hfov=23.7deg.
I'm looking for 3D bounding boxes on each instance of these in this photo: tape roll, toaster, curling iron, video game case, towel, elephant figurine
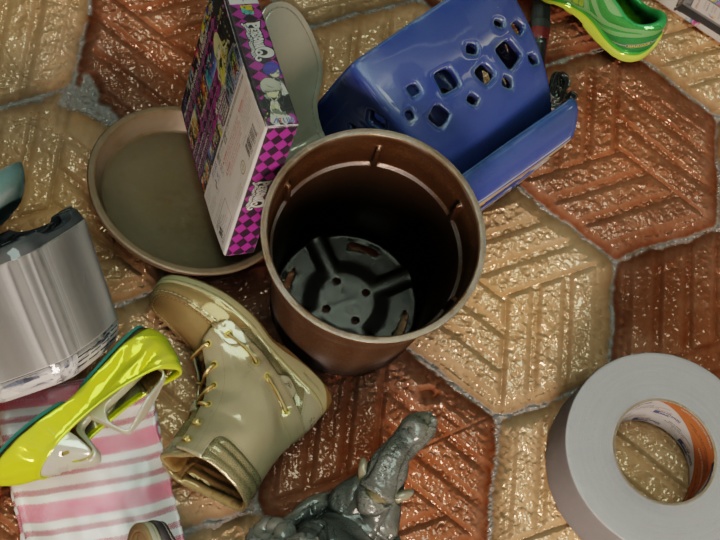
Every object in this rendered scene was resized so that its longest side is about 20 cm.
[{"bbox_3d":[0.282,0.183,1.652,0.199,0.066,0.201,5,67,-12],"label":"tape roll"},{"bbox_3d":[-0.291,0.031,1.510,0.113,0.200,0.130,-20,99,13],"label":"toaster"},{"bbox_3d":[0.200,-0.252,1.841,0.049,0.026,0.201,15,58,-31],"label":"curling iron"},{"bbox_3d":[-0.115,-0.143,1.576,0.036,0.200,0.182,-7,58,-21],"label":"video game case"},{"bbox_3d":[-0.241,0.192,1.544,0.146,0.030,0.201,-10,70,-16],"label":"towel"},{"bbox_3d":[-0.010,0.238,1.532,0.200,0.155,0.142,-49,121,-50],"label":"elephant figurine"}]

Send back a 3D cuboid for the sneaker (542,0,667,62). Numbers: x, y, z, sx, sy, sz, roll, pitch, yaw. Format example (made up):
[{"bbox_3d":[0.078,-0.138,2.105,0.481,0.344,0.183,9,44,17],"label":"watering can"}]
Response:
[{"bbox_3d":[0.245,-0.308,1.827,0.200,0.084,0.074,35,50,-9],"label":"sneaker"}]

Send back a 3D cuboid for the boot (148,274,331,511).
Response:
[{"bbox_3d":[-0.143,0.111,1.569,0.200,0.073,0.156,41,55,-1],"label":"boot"}]

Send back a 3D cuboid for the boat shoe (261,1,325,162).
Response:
[{"bbox_3d":[-0.074,-0.158,1.625,0.072,0.063,0.201,-22,113,-24],"label":"boat shoe"}]

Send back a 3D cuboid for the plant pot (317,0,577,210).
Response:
[{"bbox_3d":[0.083,-0.143,1.676,0.200,0.200,0.180,-35,86,-24],"label":"plant pot"}]

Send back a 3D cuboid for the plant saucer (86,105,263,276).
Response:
[{"bbox_3d":[-0.167,-0.073,1.653,0.199,0.029,0.201,11,52,-15],"label":"plant saucer"}]

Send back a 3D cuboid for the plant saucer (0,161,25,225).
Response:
[{"bbox_3d":[-0.367,-0.021,1.513,0.027,0.200,0.200,48,65,-3],"label":"plant saucer"}]

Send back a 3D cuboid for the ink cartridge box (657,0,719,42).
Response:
[{"bbox_3d":[0.414,-0.319,1.851,0.200,0.148,0.086,33,63,3],"label":"ink cartridge box"}]

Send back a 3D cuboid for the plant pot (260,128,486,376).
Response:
[{"bbox_3d":[0.000,0.000,1.583,0.199,0.198,0.201,2,70,-7],"label":"plant pot"}]

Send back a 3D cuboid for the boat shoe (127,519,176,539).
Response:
[{"bbox_3d":[-0.144,0.309,1.496,0.065,0.072,0.201,-17,79,-35],"label":"boat shoe"}]

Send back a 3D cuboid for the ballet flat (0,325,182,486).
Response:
[{"bbox_3d":[-0.238,0.132,1.508,0.067,0.067,0.200,42,75,17],"label":"ballet flat"}]
